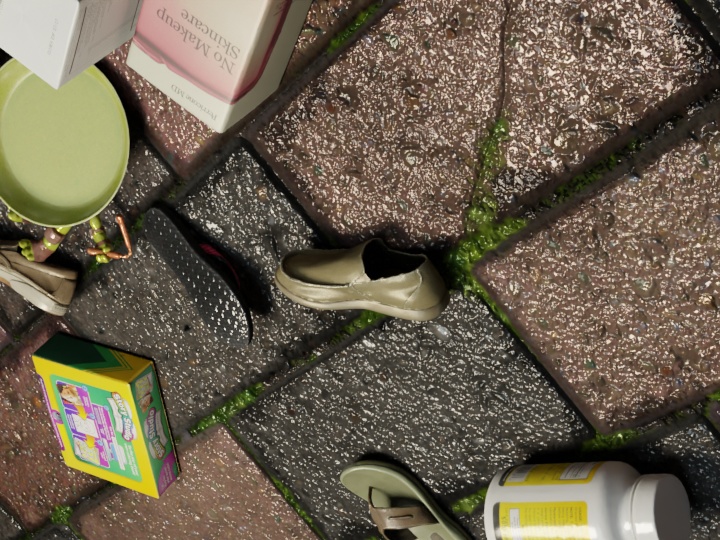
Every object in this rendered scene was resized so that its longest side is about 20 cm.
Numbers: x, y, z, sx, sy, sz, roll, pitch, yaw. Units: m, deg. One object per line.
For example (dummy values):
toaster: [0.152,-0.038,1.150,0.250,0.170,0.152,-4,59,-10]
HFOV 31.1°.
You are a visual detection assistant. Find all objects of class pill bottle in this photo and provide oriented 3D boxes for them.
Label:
pill bottle: [0.237,0.257,1.353,0.198,0.111,0.112,-10,116,41]

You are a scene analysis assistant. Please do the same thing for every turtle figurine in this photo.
turtle figurine: [-0.351,-0.089,1.553,0.160,0.064,0.202,-26,92,29]

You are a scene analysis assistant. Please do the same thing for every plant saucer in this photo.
plant saucer: [-0.346,-0.152,1.479,0.197,0.031,0.203,3,99,17]

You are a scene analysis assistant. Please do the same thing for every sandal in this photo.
sandal: [-0.181,0.000,1.521,0.201,0.045,0.075,52,132,12]
sandal: [0.058,0.302,1.554,0.200,0.057,0.080,40,136,4]

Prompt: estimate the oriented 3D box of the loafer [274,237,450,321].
loafer: [0.000,0.000,1.365,0.197,0.076,0.068,7,125,20]

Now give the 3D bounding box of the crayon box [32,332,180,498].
crayon box: [-0.346,0.198,1.769,0.170,0.058,0.202,12,128,27]

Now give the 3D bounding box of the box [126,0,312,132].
box: [-0.127,-0.257,1.233,0.127,0.109,0.201,35,135,8]

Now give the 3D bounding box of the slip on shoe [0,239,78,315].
slip on shoe: [-0.451,-0.013,1.691,0.199,0.076,0.061,30,95,25]

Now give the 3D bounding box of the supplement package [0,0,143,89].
supplement package: [-0.260,-0.286,1.242,0.109,0.200,0.114,36,135,6]
